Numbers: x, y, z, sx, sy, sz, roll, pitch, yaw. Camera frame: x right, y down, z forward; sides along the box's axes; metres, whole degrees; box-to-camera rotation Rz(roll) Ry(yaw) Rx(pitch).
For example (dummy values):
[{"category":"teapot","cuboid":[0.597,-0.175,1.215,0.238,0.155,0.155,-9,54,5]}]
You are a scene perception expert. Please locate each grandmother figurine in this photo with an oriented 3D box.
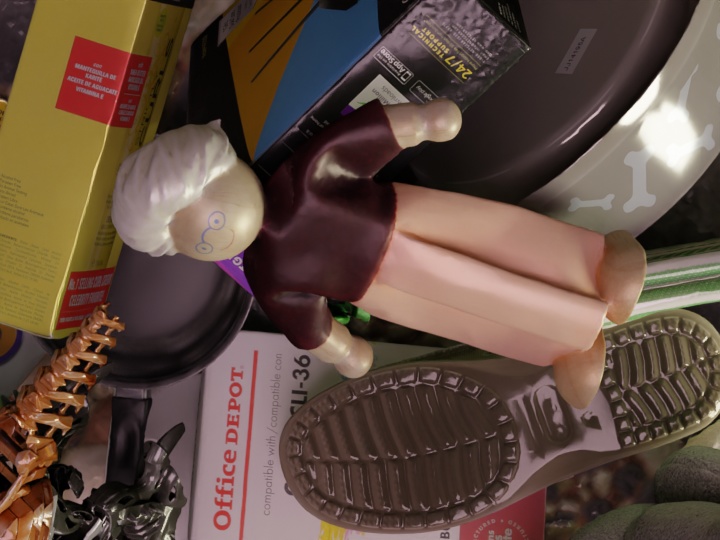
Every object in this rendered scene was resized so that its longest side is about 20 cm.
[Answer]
[{"category":"grandmother figurine","cuboid":[0.005,-0.011,1.029,0.199,0.061,0.122,14,108,-16]}]

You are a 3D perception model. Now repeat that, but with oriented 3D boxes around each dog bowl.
[{"category":"dog bowl","cuboid":[0.083,-0.082,1.145,0.200,0.201,0.059,-42,123,16]}]

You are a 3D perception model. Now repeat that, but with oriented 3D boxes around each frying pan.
[{"category":"frying pan","cuboid":[-0.087,0.030,1.225,0.114,0.031,0.191,-19,95,12]}]

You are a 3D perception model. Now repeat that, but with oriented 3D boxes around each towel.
[{"category":"towel","cuboid":[0.161,-0.002,1.178,0.151,0.200,0.024,-11,91,4]}]

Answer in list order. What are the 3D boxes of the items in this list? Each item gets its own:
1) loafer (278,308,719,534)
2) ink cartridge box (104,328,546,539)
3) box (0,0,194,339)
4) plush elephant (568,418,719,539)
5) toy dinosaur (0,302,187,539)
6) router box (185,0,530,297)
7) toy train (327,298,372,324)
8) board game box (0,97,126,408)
[{"category":"loafer","cuboid":[0.064,0.066,1.204,0.199,0.068,0.076,-13,88,6]},{"category":"ink cartridge box","cuboid":[-0.017,0.095,1.254,0.198,0.068,0.117,5,69,-3]},{"category":"box","cuboid":[-0.114,-0.075,1.171,0.050,0.075,0.201,19,95,10]},{"category":"plush elephant","cuboid":[0.163,0.142,1.153,0.154,0.200,0.166,-10,105,-33]},{"category":"toy dinosaur","cuboid":[-0.141,0.102,1.158,0.200,0.135,0.103,-36,81,35]},{"category":"router box","cuboid":[-0.006,-0.091,1.130,0.051,0.200,0.149,41,107,-19]},{"category":"toy train","cuboid":[0.000,0.000,1.176,0.056,0.200,0.042,9,94,-4]},{"category":"board game box","cuboid":[-0.192,0.021,1.273,0.095,0.030,0.200,37,106,-15]}]
